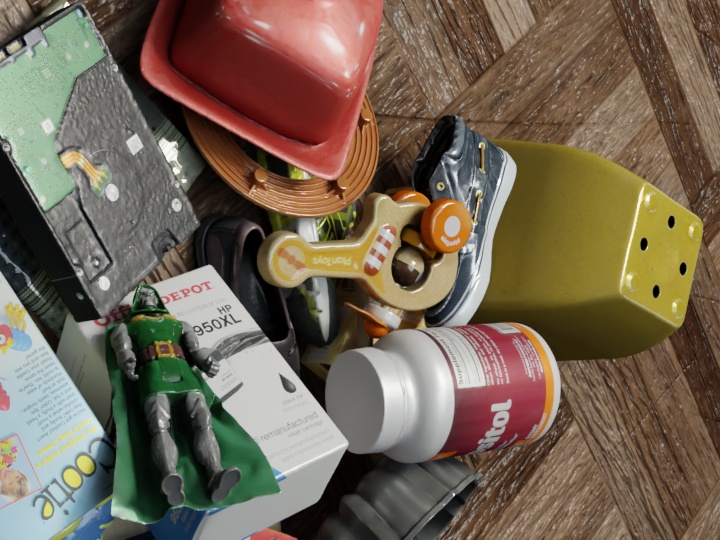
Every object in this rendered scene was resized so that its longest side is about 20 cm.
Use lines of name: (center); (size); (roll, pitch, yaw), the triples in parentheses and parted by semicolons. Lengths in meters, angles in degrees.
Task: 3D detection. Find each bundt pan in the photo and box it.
bundt pan: (0.018, 0.236, 1.121); (0.076, 0.203, 0.201); (41, 55, 15)

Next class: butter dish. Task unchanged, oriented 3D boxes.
butter dish: (-0.054, -0.213, 1.009); (0.198, 0.148, 0.202); (27, 53, -20)

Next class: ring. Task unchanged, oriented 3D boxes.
ring: (-0.065, -0.141, 1.073); (0.198, 0.019, 0.204); (15, 60, -27)

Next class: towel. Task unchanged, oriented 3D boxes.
towel: (-0.237, -0.081, 0.975); (0.193, 0.034, 0.201); (50, 63, -27)

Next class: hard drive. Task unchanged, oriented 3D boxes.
hard drive: (-0.213, -0.082, 0.926); (0.140, 0.037, 0.202); (-51, 123, -46)

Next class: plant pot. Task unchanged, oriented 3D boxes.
plant pot: (0.236, -0.017, 1.277); (0.194, 0.198, 0.197); (25, 75, -38)

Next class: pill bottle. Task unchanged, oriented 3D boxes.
pill bottle: (0.071, 0.107, 1.073); (0.198, 0.112, 0.115); (-2, 92, -38)

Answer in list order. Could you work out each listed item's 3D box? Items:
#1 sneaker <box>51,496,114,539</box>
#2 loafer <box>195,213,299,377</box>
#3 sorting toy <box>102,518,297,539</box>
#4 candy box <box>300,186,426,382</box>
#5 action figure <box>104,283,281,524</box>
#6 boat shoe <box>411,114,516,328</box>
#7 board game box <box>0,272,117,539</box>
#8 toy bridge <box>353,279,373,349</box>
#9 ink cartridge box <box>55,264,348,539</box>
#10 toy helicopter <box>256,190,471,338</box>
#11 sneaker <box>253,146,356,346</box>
sneaker: (-0.239, 0.211, 0.952); (0.198, 0.075, 0.107); (-17, 105, -33)
loafer: (-0.092, 0.049, 1.079); (0.071, 0.062, 0.203); (-26, 108, -37)
sorting toy: (-0.131, 0.291, 1.048); (0.197, 0.069, 0.204); (-12, 99, -41)
candy box: (0.035, 0.034, 1.196); (0.115, 0.055, 0.202); (41, 66, -33)
action figure: (-0.137, 0.082, 0.874); (0.116, 0.201, 0.055); (0, 129, -26)
boat shoe: (0.079, -0.044, 1.157); (0.090, 0.070, 0.203); (32, 64, -32)
board game box: (-0.265, 0.099, 0.857); (0.104, 0.103, 0.201); (-33, 88, -35)
toy bridge: (0.034, 0.087, 1.142); (0.067, 0.027, 0.203); (-33, 110, -32)
ink cartridge box: (-0.129, 0.108, 0.960); (0.143, 0.085, 0.200); (-20, 59, -40)
toy helicopter: (0.000, 0.000, 1.059); (0.197, 0.079, 0.135); (-1, 100, -33)
sneaker: (-0.036, -0.033, 1.115); (0.084, 0.074, 0.204); (-14, 101, -34)
